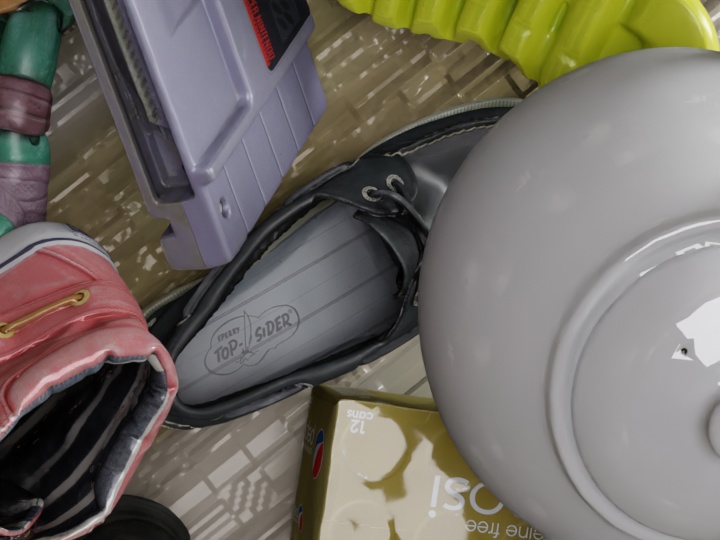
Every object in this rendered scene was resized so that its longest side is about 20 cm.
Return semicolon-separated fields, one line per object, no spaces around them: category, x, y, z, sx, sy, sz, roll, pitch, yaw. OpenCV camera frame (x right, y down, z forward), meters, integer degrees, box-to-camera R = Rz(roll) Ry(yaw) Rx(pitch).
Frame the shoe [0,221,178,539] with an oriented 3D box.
shoe;-0.152;0.072;0.926;0.200;0.091;0.072;-40;127;-2

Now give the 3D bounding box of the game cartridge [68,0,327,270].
game cartridge;-0.066;-0.118;0.964;0.038;0.130;0.201;-6;118;26

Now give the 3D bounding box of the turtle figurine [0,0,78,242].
turtle figurine;-0.130;-0.118;0.978;0.100;0.150;0.201;8;100;-28

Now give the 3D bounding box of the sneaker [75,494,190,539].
sneaker;-0.103;0.185;0.993;0.076;0.091;0.201;8;93;-12

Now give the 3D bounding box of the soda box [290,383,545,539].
soda box;0.077;0.091;1.054;0.199;0.064;0.068;8;92;-10

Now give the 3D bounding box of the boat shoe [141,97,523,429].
boat shoe;-0.001;-0.002;1.033;0.199;0.066;0.075;-26;97;-8

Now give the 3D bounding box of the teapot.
teapot;0.117;0.022;0.931;0.197;0.146;0.200;-28;110;2

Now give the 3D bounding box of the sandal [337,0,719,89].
sandal;0.051;-0.120;1.034;0.200;0.087;0.080;36;113;8
